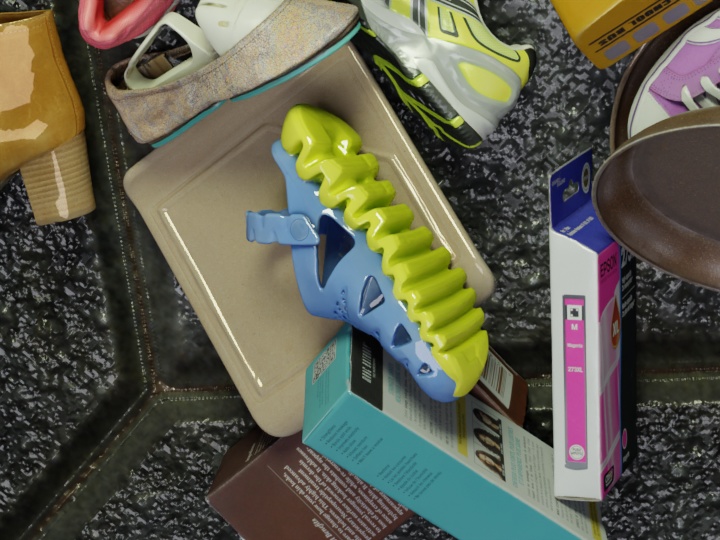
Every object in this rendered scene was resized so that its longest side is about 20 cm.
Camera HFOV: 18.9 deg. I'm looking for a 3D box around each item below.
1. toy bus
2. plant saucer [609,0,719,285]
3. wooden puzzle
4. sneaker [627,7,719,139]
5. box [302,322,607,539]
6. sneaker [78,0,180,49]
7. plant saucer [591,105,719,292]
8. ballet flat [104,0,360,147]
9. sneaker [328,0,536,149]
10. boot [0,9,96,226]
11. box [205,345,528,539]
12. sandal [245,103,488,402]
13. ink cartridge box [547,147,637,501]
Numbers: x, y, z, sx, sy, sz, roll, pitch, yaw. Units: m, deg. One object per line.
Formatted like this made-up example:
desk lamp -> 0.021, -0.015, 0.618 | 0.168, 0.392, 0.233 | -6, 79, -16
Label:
toy bus -> 0.198, -0.200, 1.231 | 0.199, 0.078, 0.065 | -32, 63, 15
plant saucer -> 0.251, -0.084, 1.307 | 0.199, 0.037, 0.202 | 4, 113, 9
wooden puzzle -> -0.033, -0.024, 1.357 | 0.185, 0.037, 0.201 | -36, 80, 22
sneaker -> 0.228, -0.113, 1.218 | 0.073, 0.114, 0.200 | 44, 114, -12
box -> 0.058, 0.116, 1.318 | 0.199, 0.082, 0.049 | 33, 115, -17
sneaker -> -0.107, -0.210, 1.286 | 0.073, 0.087, 0.201 | 31, 114, -5
plant saucer -> 0.233, -0.041, 1.241 | 0.199, 0.032, 0.200 | 10, 154, 5
ballet flat -> -0.086, -0.131, 1.297 | 0.199, 0.068, 0.067 | -24, 111, 41
sneaker -> 0.023, -0.168, 1.302 | 0.076, 0.075, 0.200 | -42, 99, -10
boot -> -0.272, -0.090, 1.383 | 0.200, 0.071, 0.145 | -12, 105, 11
box -> 0.005, 0.113, 1.415 | 0.200, 0.075, 0.100 | -40, 102, 20
sandal -> 0.000, 0.000, 1.288 | 0.087, 0.079, 0.200 | -44, 69, 23
ink cartridge box -> 0.143, 0.032, 1.324 | 0.037, 0.095, 0.201 | 1, 103, 22
